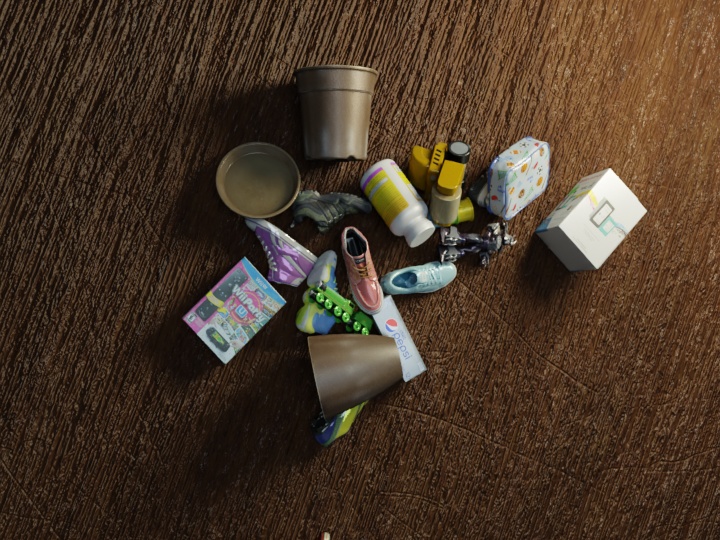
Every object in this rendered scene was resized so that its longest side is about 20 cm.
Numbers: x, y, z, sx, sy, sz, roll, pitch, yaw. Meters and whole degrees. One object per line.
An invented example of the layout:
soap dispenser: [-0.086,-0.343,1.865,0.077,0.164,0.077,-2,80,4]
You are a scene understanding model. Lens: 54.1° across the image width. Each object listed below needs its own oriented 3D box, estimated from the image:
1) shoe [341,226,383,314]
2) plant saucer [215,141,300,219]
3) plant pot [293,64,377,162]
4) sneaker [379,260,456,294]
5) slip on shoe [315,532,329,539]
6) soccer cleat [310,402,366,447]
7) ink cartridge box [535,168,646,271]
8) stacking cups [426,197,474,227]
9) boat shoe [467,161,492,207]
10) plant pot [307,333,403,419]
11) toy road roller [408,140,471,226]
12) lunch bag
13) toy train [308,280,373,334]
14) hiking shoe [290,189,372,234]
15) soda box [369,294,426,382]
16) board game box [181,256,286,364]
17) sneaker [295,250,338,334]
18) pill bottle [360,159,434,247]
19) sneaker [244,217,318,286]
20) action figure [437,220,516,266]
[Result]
shoe: [0.000,0.000,1.645,0.070,0.091,0.204,-18,70,-4]
plant saucer: [-0.238,-0.207,1.641,0.195,0.030,0.205,3,66,-7]
plant pot: [-0.057,-0.356,1.635,0.195,0.200,0.204,-2,96,-10]
sneaker: [0.148,0.022,1.709,0.195,0.082,0.076,-15,92,-11]
slip on shoe: [-0.145,0.692,1.646,0.061,0.074,0.200,42,87,-3]
soccer cleat: [-0.032,0.339,1.688,0.199,0.064,0.085,-40,125,-13]
ink cartridge box: [0.572,-0.122,1.757,0.146,0.147,0.200,45,81,-5]
stacking cups: [0.179,-0.130,1.729,0.195,0.060,0.062,-13,91,-10]
boat shoe: [0.342,-0.246,1.762,0.056,0.069,0.201,31,73,32]
plant pot: [-0.007,0.222,1.611,0.195,0.187,0.192,-13,91,-4]
toy road roller: [0.177,-0.217,1.681,0.142,0.124,0.203,12,51,9]
lunch bag: [0.380,-0.220,1.713,0.198,0.075,0.163,-34,136,-29]
toy train: [-0.044,0.091,1.644,0.199,0.041,0.057,40,60,-32]
hiking shoe: [-0.070,-0.136,1.686,0.195,0.076,0.103,5,96,-1]
soda box: [0.085,0.162,1.700,0.062,0.068,0.203,-27,93,-7]
board game box: [-0.293,0.091,1.637,0.200,0.064,0.148,-45,96,-9]
sneaker: [-0.081,0.060,1.682,0.104,0.075,0.204,26,82,-28]
pill bottle: [0.090,-0.156,1.661,0.103,0.105,0.202,-32,72,-9]
sneaker: [-0.208,-0.039,1.653,0.199,0.073,0.115,37,87,-6]
action figure: [0.288,-0.065,1.725,0.195,0.070,0.132,-4,131,-5]
